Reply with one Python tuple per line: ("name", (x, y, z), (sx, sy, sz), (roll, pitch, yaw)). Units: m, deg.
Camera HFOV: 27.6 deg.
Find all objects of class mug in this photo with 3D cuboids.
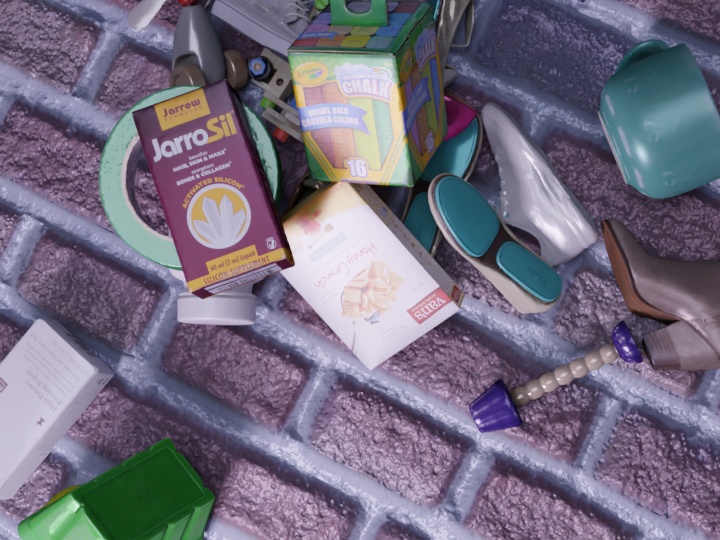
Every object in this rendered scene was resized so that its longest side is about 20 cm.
("mug", (0.328, -0.161, 1.615), (0.114, 0.185, 0.153), (-23, 105, 9))

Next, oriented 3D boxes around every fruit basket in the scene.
("fruit basket", (-0.290, 0.296, 1.655), (0.215, 0.216, 0.156), (-41, 78, 3))

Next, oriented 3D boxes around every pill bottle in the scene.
("pill bottle", (-0.161, -0.041, 1.687), (0.118, 0.120, 0.202), (0, 84, 9))

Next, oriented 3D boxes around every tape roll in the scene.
("tape roll", (-0.185, -0.100, 1.611), (0.199, 0.048, 0.202), (0, 84, 3))

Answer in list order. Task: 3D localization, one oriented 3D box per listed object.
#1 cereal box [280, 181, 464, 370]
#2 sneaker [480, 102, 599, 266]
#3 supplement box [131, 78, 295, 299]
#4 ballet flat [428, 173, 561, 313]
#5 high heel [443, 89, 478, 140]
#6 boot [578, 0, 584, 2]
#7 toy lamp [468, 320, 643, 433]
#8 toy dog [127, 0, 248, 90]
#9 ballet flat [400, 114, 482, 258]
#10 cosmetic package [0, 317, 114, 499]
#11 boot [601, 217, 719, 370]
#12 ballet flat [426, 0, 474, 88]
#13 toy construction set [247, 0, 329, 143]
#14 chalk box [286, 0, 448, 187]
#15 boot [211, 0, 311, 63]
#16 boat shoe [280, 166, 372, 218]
("cereal box", (0.000, 0.000, 1.632), (0.144, 0.040, 0.200), (-36, 103, 29))
("sneaker", (0.181, -0.094, 1.664), (0.088, 0.075, 0.201), (-36, 80, 16))
("supplement box", (-0.153, -0.084, 1.539), (0.110, 0.086, 0.201), (-20, 83, 1))
("ballet flat", (0.139, -0.025, 1.631), (0.069, 0.069, 0.200), (-45, 102, 2))
("high heel", (0.047, -0.232, 1.631), (0.096, 0.067, 0.201), (-29, 101, 26))
("boot", (0.193, -0.390, 1.688), (0.199, 0.073, 0.091), (28, 83, 11))
("toy lamp", (0.216, 0.123, 1.637), (0.199, 0.058, 0.059), (-27, 80, 7))
("toy dog", (-0.210, -0.282, 1.738), (0.096, 0.131, 0.202), (-15, 74, 46))
("ballet flat", (0.085, -0.089, 1.680), (0.069, 0.069, 0.201), (23, 83, 11))
("cosmetic package", (-0.395, 0.163, 1.727), (0.101, 0.074, 0.200), (39, 90, 12))
("boot", (0.367, 0.016, 1.624), (0.145, 0.070, 0.201), (-19, 82, 1))
("ballet flat", (0.093, -0.254, 1.697), (0.062, 0.067, 0.202), (17, 93, -21))
("toy construction set", (-0.055, -0.239, 1.711), (0.131, 0.092, 0.201), (33, 79, 11))
("chalk box", (0.007, -0.206, 1.533), (0.123, 0.124, 0.201), (5, 126, 23))
("boot", (-0.084, -0.292, 1.648), (0.200, 0.073, 0.096), (36, 95, 36))
("boat shoe", (-0.035, -0.095, 1.694), (0.075, 0.074, 0.201), (27, 89, 11))
